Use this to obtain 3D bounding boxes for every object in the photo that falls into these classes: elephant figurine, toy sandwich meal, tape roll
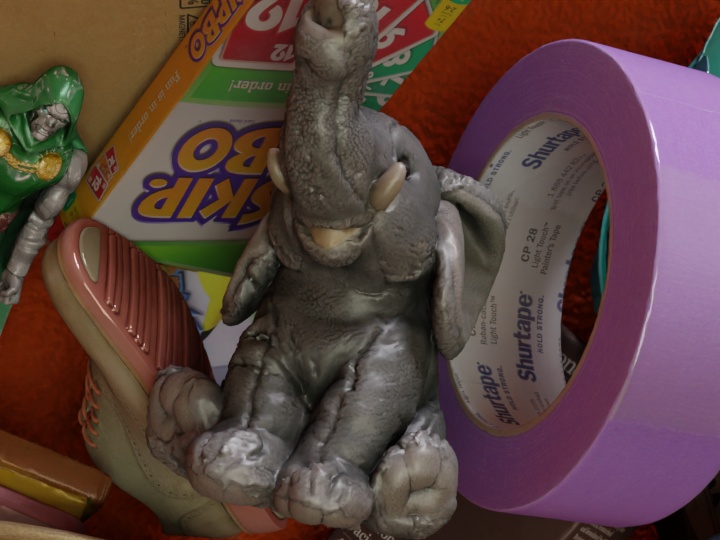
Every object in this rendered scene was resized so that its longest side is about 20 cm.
[{"bbox_3d":[0.000,0.000,0.730,0.140,0.155,0.202,13,87,-24],"label":"elephant figurine"},{"bbox_3d":[-0.147,0.124,0.824,0.204,0.205,0.071,15,66,-14],"label":"toy sandwich meal"},{"bbox_3d":[0.096,0.006,0.765,0.065,0.200,0.202,11,99,-24],"label":"tape roll"}]

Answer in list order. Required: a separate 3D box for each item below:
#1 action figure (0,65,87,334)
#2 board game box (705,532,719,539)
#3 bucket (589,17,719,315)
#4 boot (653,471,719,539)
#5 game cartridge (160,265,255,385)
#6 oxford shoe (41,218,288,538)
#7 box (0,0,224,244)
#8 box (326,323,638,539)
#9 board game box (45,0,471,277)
[{"bbox_3d":[-0.175,-0.016,0.761,0.118,0.055,0.200,21,127,-32],"label":"action figure"},{"bbox_3d":[0.233,0.137,0.845,0.199,0.035,0.136,-21,149,-13],"label":"board game box"},{"bbox_3d":[0.213,-0.008,0.830,0.206,0.208,0.135,16,131,-15],"label":"bucket"},{"bbox_3d":[0.242,0.142,0.946,0.153,0.073,0.205,-25,107,-9],"label":"boot"},{"bbox_3d":[-0.069,-0.004,0.869,0.132,0.040,0.202,-6,102,-7],"label":"game cartridge"},{"bbox_3d":[-0.100,0.061,0.800,0.073,0.071,0.201,-17,129,14],"label":"oxford shoe"},{"bbox_3d":[-0.134,-0.082,0.748,0.162,0.021,0.201,-6,142,-10],"label":"box"},{"bbox_3d":[0.064,0.126,0.880,0.200,0.100,0.075,-50,149,0],"label":"box"},{"bbox_3d":[-0.048,-0.064,0.763,0.095,0.030,0.200,12,134,-40],"label":"board game box"}]
